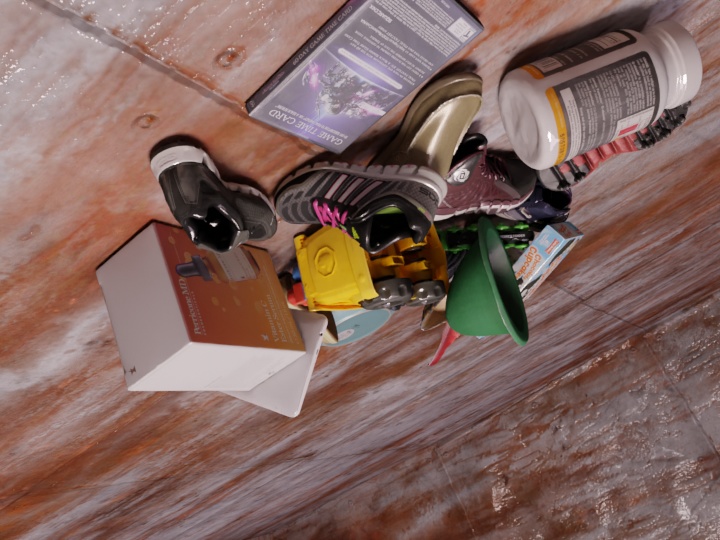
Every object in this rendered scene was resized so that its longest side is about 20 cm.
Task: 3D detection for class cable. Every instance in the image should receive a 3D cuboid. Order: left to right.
[{"bbox_3d":[0.107,0.006,1.147,0.163,0.051,0.200,-36,170,9],"label":"cable"}]

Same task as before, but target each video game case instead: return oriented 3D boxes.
[{"bbox_3d":[0.006,-0.193,0.667,0.199,0.019,0.142,-36,155,26],"label":"video game case"}]

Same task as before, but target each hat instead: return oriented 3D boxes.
[{"bbox_3d":[0.119,0.049,0.950,0.175,0.202,0.166,-19,-170,22],"label":"hat"}]

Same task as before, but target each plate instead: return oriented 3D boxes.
[{"bbox_3d":[-0.011,0.093,1.264,0.199,0.026,0.201,-22,158,-10],"label":"plate"}]

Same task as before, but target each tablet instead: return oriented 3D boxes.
[{"bbox_3d":[-0.130,0.107,0.928,0.199,0.131,0.014,7,165,43],"label":"tablet"}]

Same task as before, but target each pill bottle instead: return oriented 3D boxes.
[{"bbox_3d":[0.266,-0.199,0.791,0.198,0.117,0.117,-22,157,-6],"label":"pill bottle"}]

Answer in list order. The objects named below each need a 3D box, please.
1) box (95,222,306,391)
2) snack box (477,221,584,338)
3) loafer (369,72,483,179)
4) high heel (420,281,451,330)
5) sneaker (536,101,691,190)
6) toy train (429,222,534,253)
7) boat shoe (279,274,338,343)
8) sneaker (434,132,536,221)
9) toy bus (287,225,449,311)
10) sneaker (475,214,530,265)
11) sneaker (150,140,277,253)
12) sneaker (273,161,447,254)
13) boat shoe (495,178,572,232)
[{"bbox_3d":[-0.182,0.051,0.830,0.106,0.153,0.199,-34,156,23],"label":"box"},{"bbox_3d":[0.250,0.013,1.078,0.201,0.037,0.116,-54,160,25],"label":"snack box"},{"bbox_3d":[0.079,-0.137,0.796,0.075,0.068,0.200,-8,152,-35],"label":"loafer"},{"bbox_3d":[0.169,0.053,1.176,0.143,0.071,0.200,-50,-173,-6],"label":"high heel"},{"bbox_3d":[0.315,-0.182,0.908,0.199,0.098,0.071,-28,119,22],"label":"sneaker"},{"bbox_3d":[0.156,-0.047,1.044,0.198,0.042,0.056,-3,-179,1],"label":"toy train"},{"bbox_3d":[-0.092,0.066,1.074,0.062,0.074,0.200,-23,147,12],"label":"boat shoe"},{"bbox_3d":[0.159,-0.130,0.893,0.198,0.076,0.116,-17,149,-25],"label":"sneaker"},{"bbox_3d":[0.000,0.000,0.956,0.191,0.137,0.199,-24,164,34],"label":"toy bus"},{"bbox_3d":[0.241,-0.033,1.148,0.075,0.100,0.199,-33,155,26],"label":"sneaker"},{"bbox_3d":[-0.140,-0.051,0.727,0.066,0.091,0.200,-23,158,13],"label":"sneaker"},{"bbox_3d":[-0.007,-0.064,0.768,0.198,0.088,0.074,0,143,15],"label":"sneaker"},{"bbox_3d":[0.282,-0.095,1.045,0.092,0.076,0.199,5,-177,43],"label":"boat shoe"}]
